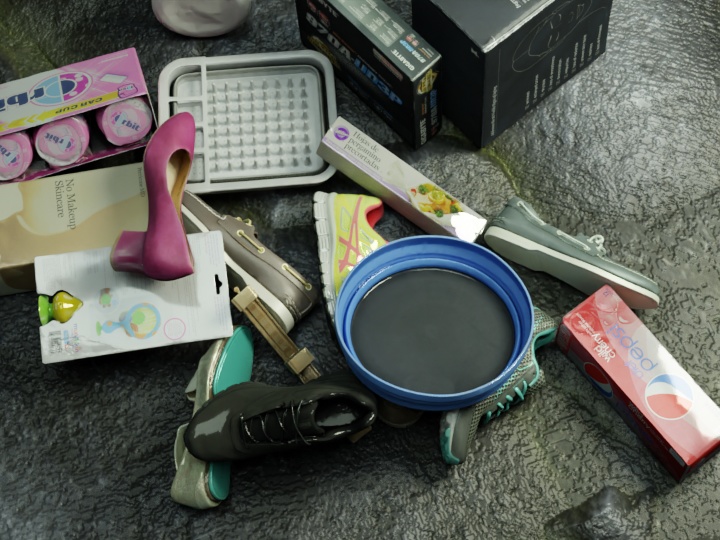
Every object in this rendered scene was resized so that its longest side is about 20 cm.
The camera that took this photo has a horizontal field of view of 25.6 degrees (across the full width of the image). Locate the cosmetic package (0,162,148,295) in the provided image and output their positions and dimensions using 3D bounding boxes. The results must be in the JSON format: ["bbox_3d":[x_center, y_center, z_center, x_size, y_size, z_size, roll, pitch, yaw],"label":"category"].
[{"bbox_3d":[-0.315,-0.044,1.713,0.198,0.071,0.106,-11,66,-3],"label":"cosmetic package"}]

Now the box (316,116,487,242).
[{"bbox_3d":[0.044,-0.090,1.716,0.199,0.041,0.039,35,69,3],"label":"box"}]

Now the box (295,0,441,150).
[{"bbox_3d":[0.009,-0.244,1.745,0.046,0.159,0.200,-40,71,-14],"label":"box"}]

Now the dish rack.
[{"bbox_3d":[-0.124,-0.159,1.775,0.198,0.044,0.173,-5,65,0],"label":"dish rack"}]

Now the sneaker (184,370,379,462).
[{"bbox_3d":[-0.076,0.144,1.555,0.198,0.091,0.077,-15,97,-5],"label":"sneaker"}]

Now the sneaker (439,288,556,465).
[{"bbox_3d":[0.143,0.113,1.629,0.091,0.078,0.201,21,70,7],"label":"sneaker"}]

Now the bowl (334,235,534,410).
[{"bbox_3d":[0.073,0.053,1.590,0.199,0.040,0.202,0,52,-1],"label":"bowl"}]

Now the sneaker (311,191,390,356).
[{"bbox_3d":[0.000,0.000,1.679,0.089,0.078,0.202,-6,65,-1],"label":"sneaker"}]

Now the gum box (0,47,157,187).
[{"bbox_3d":[-0.329,-0.168,1.748,0.198,0.067,0.114,-17,36,-5],"label":"gum box"}]

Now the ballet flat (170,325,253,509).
[{"bbox_3d":[-0.159,0.145,1.630,0.062,0.067,0.201,-5,61,27],"label":"ballet flat"}]

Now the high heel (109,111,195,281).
[{"bbox_3d":[-0.184,-0.079,1.640,0.095,0.068,0.201,5,55,24],"label":"high heel"}]

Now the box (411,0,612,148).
[{"bbox_3d":[0.166,-0.274,1.731,0.196,0.200,0.124,-40,68,-15],"label":"box"}]

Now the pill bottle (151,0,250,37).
[{"bbox_3d":[-0.185,-0.382,1.837,0.115,0.117,0.202,-3,66,1],"label":"pill bottle"}]

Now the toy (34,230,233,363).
[{"bbox_3d":[-0.236,0.031,1.657,0.198,0.047,0.116,-7,74,-3],"label":"toy"}]

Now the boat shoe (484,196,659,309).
[{"bbox_3d":[0.231,-0.020,1.685,0.199,0.073,0.062,23,72,17],"label":"boat shoe"}]

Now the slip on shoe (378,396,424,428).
[{"bbox_3d":[0.067,0.065,1.657,0.076,0.061,0.201,22,68,11],"label":"slip on shoe"}]

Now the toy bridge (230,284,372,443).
[{"bbox_3d":[-0.064,0.093,1.639,0.027,0.067,0.200,-41,91,-6],"label":"toy bridge"}]

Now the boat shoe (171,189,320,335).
[{"bbox_3d":[-0.129,-0.019,1.698,0.059,0.072,0.200,-41,74,-22],"label":"boat shoe"}]

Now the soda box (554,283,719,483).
[{"bbox_3d":[0.290,0.115,1.627,0.070,0.064,0.200,-35,70,-13],"label":"soda box"}]
